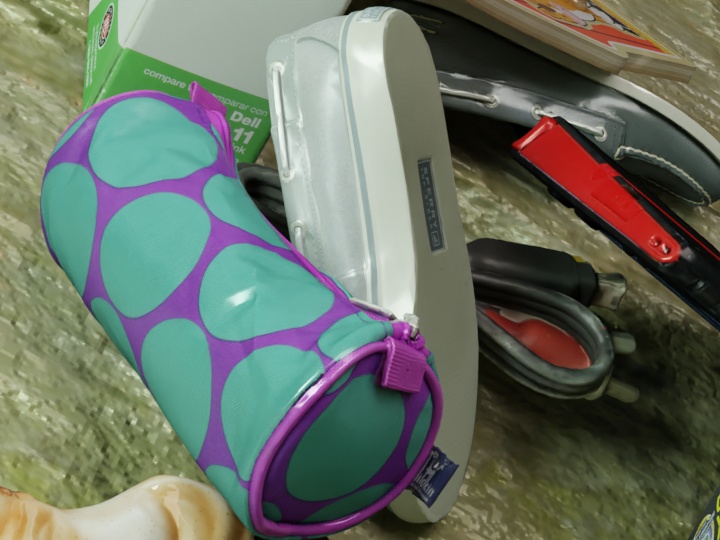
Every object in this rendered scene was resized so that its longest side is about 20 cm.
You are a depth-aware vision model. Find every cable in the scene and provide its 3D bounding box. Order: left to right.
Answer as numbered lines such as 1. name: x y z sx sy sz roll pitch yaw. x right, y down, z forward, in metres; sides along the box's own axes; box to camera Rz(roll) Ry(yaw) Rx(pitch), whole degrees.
1. cable: 0.030 0.013 1.042 0.198 0.051 0.098 11 40 -11

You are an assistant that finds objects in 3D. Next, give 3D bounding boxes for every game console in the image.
1. game console: 0.158 0.018 1.049 0.200 0.031 0.177 37 9 -27

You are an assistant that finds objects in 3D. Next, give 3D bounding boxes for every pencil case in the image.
1. pencil case: -0.046 0.012 0.906 0.085 0.092 0.200 41 4 -45

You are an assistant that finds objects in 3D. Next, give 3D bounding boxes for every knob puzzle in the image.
1. knob puzzle: 0.058 -0.158 1.184 0.219 0.031 0.220 29 17 -9

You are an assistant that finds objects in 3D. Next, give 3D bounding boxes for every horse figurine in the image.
1. horse figurine: -0.076 0.115 0.846 0.199 0.050 0.133 -5 58 -37

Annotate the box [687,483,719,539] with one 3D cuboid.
1. box: 0.247 0.102 0.981 0.198 0.161 0.044 15 44 -7

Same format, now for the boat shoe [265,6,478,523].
1. boat shoe: 0.000 0.000 0.977 0.070 0.071 0.203 -9 93 -63

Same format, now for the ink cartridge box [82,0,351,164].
1. ink cartridge box: -0.042 -0.165 1.050 0.083 0.200 0.147 19 40 -19

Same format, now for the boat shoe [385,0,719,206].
1. boat shoe: 0.090 -0.070 1.179 0.199 0.073 0.062 27 80 -20
